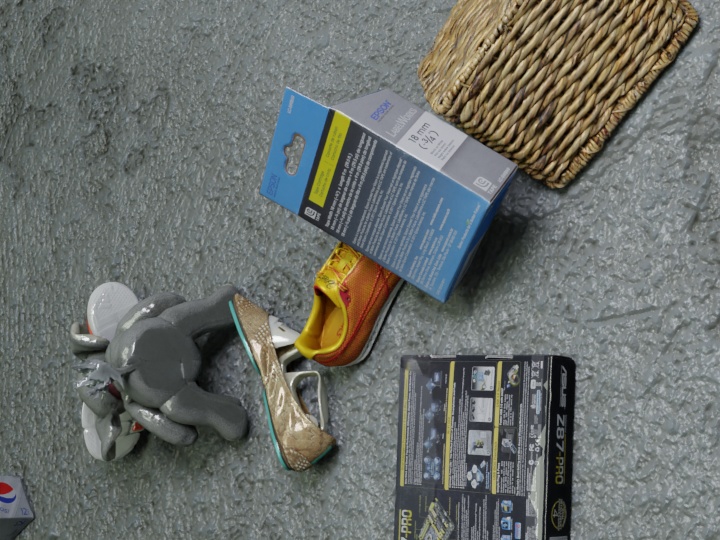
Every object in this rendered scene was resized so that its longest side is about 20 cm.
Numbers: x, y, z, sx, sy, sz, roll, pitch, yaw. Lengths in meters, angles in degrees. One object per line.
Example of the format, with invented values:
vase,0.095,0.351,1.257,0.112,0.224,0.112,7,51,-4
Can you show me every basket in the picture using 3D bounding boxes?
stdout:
basket,0.164,-0.200,1.084,0.200,0.149,0.143,-54,21,19

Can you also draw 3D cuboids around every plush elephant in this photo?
plush elephant,-0.231,0.112,1.306,0.155,0.200,0.165,-20,77,55

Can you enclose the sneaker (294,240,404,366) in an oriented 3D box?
sneaker,0.000,0.000,1.178,0.073,0.077,0.200,24,96,41

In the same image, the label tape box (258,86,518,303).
label tape box,0.021,-0.080,1.086,0.200,0.063,0.144,32,141,8

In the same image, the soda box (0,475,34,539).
soda box,-0.493,0.333,1.535,0.200,0.068,0.064,-44,58,27

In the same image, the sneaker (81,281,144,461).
sneaker,-0.284,0.117,1.412,0.082,0.077,0.201,163,111,-65

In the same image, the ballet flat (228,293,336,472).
ballet flat,-0.073,0.103,1.240,0.065,0.071,0.200,-24,68,5

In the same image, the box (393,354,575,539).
box,0.105,0.174,1.080,0.161,0.049,0.201,-4,80,37
